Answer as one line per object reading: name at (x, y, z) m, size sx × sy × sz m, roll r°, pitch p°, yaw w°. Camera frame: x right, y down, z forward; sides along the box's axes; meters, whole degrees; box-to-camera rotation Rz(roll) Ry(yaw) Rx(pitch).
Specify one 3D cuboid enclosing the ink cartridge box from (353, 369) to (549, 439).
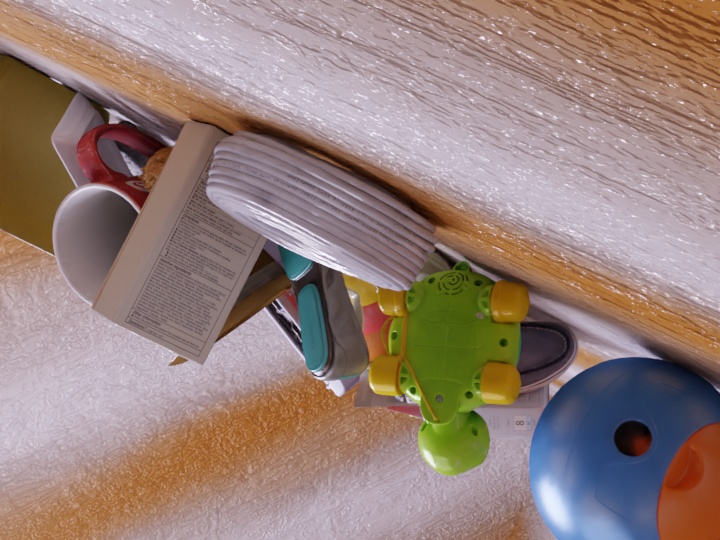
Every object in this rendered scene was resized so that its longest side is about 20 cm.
ink cartridge box at (0.103, 0.118, 1.599) m, size 0.200 × 0.047 × 0.160 m, roll -1°, pitch -150°, yaw 9°

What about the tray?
tray at (-0.274, -0.092, 1.648) m, size 0.022 × 0.107 × 0.200 m, roll -13°, pitch 122°, yaw 19°

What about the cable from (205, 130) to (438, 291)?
cable at (-0.035, -0.049, 1.232) m, size 0.200 × 0.069 × 0.200 m, roll 26°, pitch 176°, yaw 15°

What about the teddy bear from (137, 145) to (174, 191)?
teddy bear at (-0.122, -0.083, 1.514) m, size 0.200 × 0.067 × 0.145 m, roll 23°, pitch -170°, yaw -9°

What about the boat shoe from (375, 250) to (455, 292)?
boat shoe at (0.049, 0.008, 1.473) m, size 0.072 × 0.065 × 0.200 m, roll 23°, pitch 175°, yaw 44°

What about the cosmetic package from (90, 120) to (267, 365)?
cosmetic package at (-0.153, -0.026, 1.377) m, size 0.103 × 0.200 × 0.073 m, roll 30°, pitch 175°, yaw -28°

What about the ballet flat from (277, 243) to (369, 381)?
ballet flat at (-0.034, 0.008, 1.412) m, size 0.064 × 0.200 × 0.067 m, roll 0°, pitch 160°, yaw -34°

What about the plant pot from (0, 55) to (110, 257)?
plant pot at (-0.398, -0.139, 1.709) m, size 0.200 × 0.177 × 0.200 m, roll 29°, pitch 176°, yaw -27°

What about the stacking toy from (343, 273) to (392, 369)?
stacking toy at (0.000, 0.000, 1.546) m, size 0.146 × 0.146 × 0.200 m, roll 25°, pitch 157°, yaw 21°

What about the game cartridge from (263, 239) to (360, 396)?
game cartridge at (-0.044, 0.029, 1.676) m, size 0.200 × 0.133 × 0.041 m, roll 51°, pitch 134°, yaw 0°

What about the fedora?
fedora at (-0.137, 0.017, 1.510) m, size 0.082 × 0.200 × 0.201 m, roll 54°, pitch 176°, yaw 0°

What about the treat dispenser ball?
treat dispenser ball at (0.254, 0.179, 1.368) m, size 0.201 × 0.201 × 0.201 m, roll 27°, pitch 176°, yaw 2°

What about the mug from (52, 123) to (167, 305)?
mug at (-0.210, -0.067, 1.584) m, size 0.133 × 0.178 × 0.200 m, roll 12°, pitch -161°, yaw 28°

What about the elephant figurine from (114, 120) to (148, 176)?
elephant figurine at (-0.266, -0.110, 1.791) m, size 0.200 × 0.155 × 0.142 m, roll 46°, pitch -154°, yaw -31°

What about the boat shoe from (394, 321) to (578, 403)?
boat shoe at (0.126, 0.086, 1.493) m, size 0.200 × 0.075 × 0.093 m, roll -14°, pitch 162°, yaw -4°

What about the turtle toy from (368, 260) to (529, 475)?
turtle toy at (0.089, 0.091, 1.392) m, size 0.146 × 0.200 × 0.101 m, roll 4°, pitch 172°, yaw 21°

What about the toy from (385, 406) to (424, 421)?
toy at (0.086, 0.143, 1.656) m, size 0.115 × 0.047 × 0.200 m, roll 12°, pitch -159°, yaw 1°
